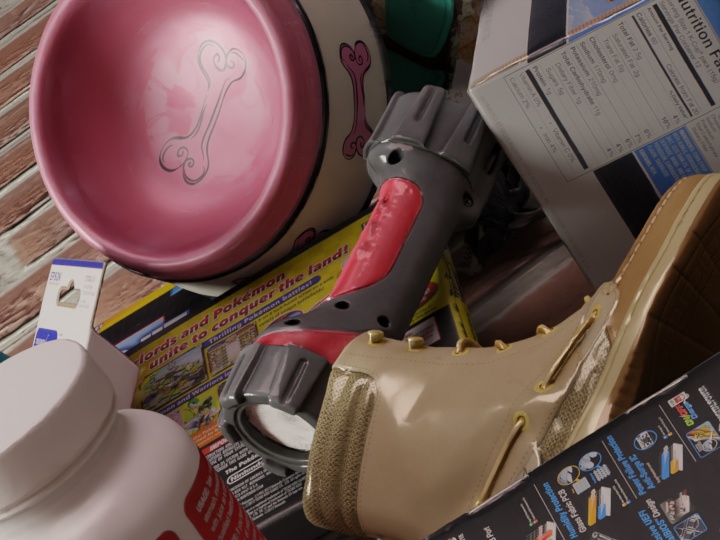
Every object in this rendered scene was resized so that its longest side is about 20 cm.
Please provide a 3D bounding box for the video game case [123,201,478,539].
[{"bbox_3d":[-0.036,0.062,1.198,0.199,0.026,0.181,-30,35,11],"label":"video game case"}]

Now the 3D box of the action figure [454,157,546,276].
[{"bbox_3d":[0.014,-0.037,1.337,0.199,0.103,0.119,18,24,21],"label":"action figure"}]

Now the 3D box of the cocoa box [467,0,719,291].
[{"bbox_3d":[0.147,-0.110,1.250,0.131,0.134,0.200,-26,23,21],"label":"cocoa box"}]

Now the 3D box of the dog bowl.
[{"bbox_3d":[-0.086,-0.084,1.284,0.199,0.201,0.074,-22,-7,29],"label":"dog bowl"}]

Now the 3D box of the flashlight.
[{"bbox_3d":[0.000,0.000,1.156,0.068,0.068,0.201,-1,50,34],"label":"flashlight"}]

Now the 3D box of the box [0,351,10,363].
[{"bbox_3d":[-0.249,0.110,1.376,0.200,0.049,0.083,-36,28,51],"label":"box"}]

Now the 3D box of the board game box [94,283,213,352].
[{"bbox_3d":[-0.112,0.072,1.351,0.199,0.057,0.165,-31,21,9],"label":"board game box"}]

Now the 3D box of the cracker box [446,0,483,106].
[{"bbox_3d":[0.058,-0.164,1.394,0.133,0.200,0.058,-27,24,17],"label":"cracker box"}]

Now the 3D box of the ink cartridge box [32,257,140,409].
[{"bbox_3d":[-0.149,0.095,1.227,0.095,0.037,0.201,-176,98,-67],"label":"ink cartridge box"}]

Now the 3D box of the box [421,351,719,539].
[{"bbox_3d":[0.117,0.129,0.871,0.158,0.046,0.200,-33,36,3],"label":"box"}]

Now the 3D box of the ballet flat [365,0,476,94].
[{"bbox_3d":[0.029,-0.139,1.318,0.064,0.075,0.200,-67,6,-21],"label":"ballet flat"}]

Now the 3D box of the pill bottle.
[{"bbox_3d":[-0.091,0.131,1.009,0.112,0.200,0.112,-29,22,13],"label":"pill bottle"}]

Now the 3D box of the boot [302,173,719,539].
[{"bbox_3d":[0.071,0.038,1.053,0.155,0.073,0.201,14,72,42],"label":"boot"}]
